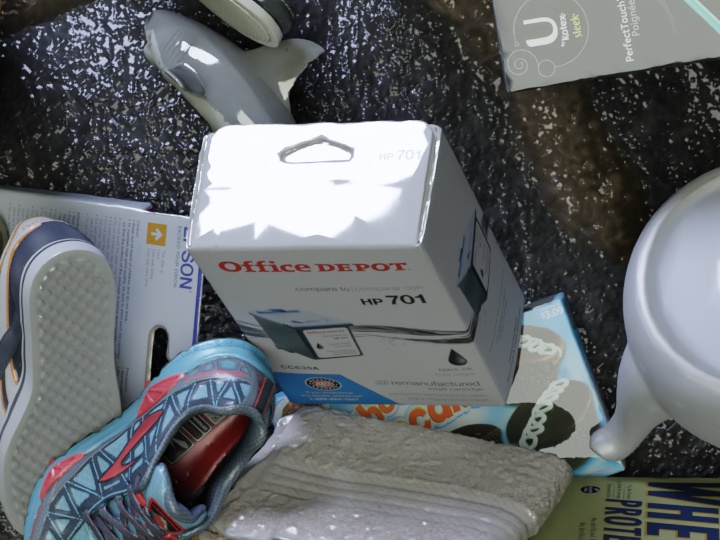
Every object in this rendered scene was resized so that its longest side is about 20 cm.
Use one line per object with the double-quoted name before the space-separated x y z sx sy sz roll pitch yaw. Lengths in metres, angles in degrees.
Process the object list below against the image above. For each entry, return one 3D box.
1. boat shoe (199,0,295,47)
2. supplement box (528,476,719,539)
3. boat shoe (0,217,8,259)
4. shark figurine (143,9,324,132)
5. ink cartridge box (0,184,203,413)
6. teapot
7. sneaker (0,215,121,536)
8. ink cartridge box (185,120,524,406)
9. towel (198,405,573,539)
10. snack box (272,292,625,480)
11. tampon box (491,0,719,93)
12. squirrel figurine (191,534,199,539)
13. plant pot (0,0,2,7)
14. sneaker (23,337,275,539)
"boat shoe" -0.102 -0.215 1.665 0.068 0.072 0.200 -40 65 -7
"supplement box" 0.177 0.241 1.664 0.199 0.134 0.200 1 111 7
"boat shoe" -0.262 0.058 1.699 0.075 0.068 0.200 3 97 22
"shark figurine" -0.045 -0.091 1.674 0.089 0.128 0.215 -41 92 -1
"ink cartridge box" -0.185 0.050 1.726 0.200 0.043 0.197 8 98 19
"teapot" 0.257 0.035 1.646 0.200 0.146 0.198 17 66 23
"sneaker" -0.188 0.062 1.669 0.078 0.079 0.200 -2 116 -25
"ink cartridge box" 0.000 0.000 1.624 0.146 0.200 0.086 0 62 19
"towel" 0.013 0.136 1.625 0.200 0.133 0.035 8 127 29
"snack box" 0.054 0.101 1.727 0.200 0.037 0.116 -20 94 9
"tampon box" 0.176 -0.196 1.628 0.200 0.126 0.150 -8 96 9
"squirrel figurine" -0.077 0.220 1.685 0.187 0.141 0.200 -43 59 49
"plant pot" -0.295 -0.142 1.670 0.140 0.200 0.200 10 99 -11
"sneaker" -0.128 0.127 1.620 0.079 0.096 0.200 37 102 -22
